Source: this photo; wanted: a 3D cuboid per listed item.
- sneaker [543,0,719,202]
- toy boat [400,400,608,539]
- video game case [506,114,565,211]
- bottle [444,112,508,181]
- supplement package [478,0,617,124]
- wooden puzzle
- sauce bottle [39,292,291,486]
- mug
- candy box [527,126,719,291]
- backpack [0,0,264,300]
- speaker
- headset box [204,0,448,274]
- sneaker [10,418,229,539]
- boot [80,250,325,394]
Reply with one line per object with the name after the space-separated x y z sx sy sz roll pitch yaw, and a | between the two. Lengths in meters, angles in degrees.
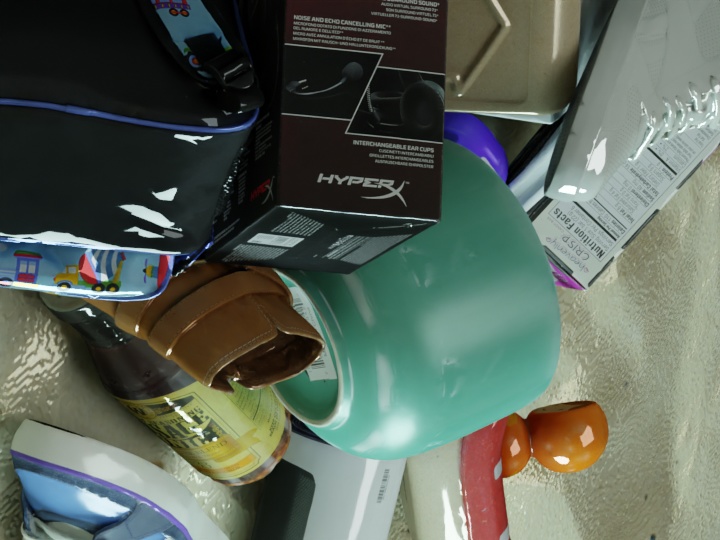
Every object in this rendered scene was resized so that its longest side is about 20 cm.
0.178 -0.096 1.304 0.200 0.115 0.074 -62 179 -37 | sneaker
0.088 0.104 1.474 0.131 0.131 0.200 -11 125 -4 | toy boat
0.143 -0.099 1.464 0.200 0.023 0.182 -50 -176 -42 | video game case
0.014 -0.004 1.365 0.065 0.083 0.200 51 50 -28 | bottle
0.085 -0.206 1.345 0.156 0.111 0.200 -44 140 -58 | supplement package
0.017 -0.176 1.254 0.046 0.200 0.185 -84 175 -65 | wooden puzzle
-0.104 0.049 1.261 0.066 0.066 0.200 -62 143 -15 | sauce bottle
0.002 0.011 1.233 0.114 0.185 0.152 -23 138 -29 | mug
0.178 -0.079 1.498 0.200 0.061 0.136 -47 -178 0 | candy box
-0.143 -0.104 1.039 0.182 0.200 0.135 4 136 -17 | backpack
-0.032 0.191 1.412 0.081 0.081 0.200 3 104 -56 | speaker
-0.016 -0.109 1.068 0.077 0.149 0.200 6 79 -15 | headset box
-0.143 0.176 1.244 0.147 0.081 0.200 -66 152 -17 | sneaker
-0.116 -0.002 1.118 0.200 0.155 0.074 -14 148 -45 | boot
